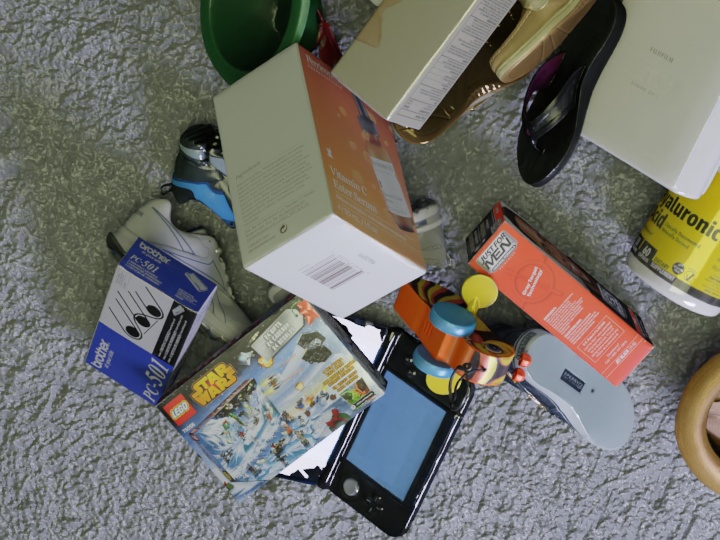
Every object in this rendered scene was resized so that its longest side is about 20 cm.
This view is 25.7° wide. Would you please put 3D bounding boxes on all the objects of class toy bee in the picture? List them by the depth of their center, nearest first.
[{"bbox_3d":[0.107,0.083,1.567,0.108,0.200,0.131,10,137,-24],"label":"toy bee"}]

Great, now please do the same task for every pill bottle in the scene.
[{"bbox_3d":[0.361,-0.064,1.576,0.111,0.111,0.200,28,104,-5],"label":"pill bottle"}]

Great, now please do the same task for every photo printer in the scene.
[{"bbox_3d":[0.306,-0.193,1.525,0.166,0.069,0.200,39,110,39],"label":"photo printer"}]

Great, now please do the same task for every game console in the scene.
[{"bbox_3d":[-0.006,0.161,1.649,0.171,0.118,0.200,33,109,30],"label":"game console"}]

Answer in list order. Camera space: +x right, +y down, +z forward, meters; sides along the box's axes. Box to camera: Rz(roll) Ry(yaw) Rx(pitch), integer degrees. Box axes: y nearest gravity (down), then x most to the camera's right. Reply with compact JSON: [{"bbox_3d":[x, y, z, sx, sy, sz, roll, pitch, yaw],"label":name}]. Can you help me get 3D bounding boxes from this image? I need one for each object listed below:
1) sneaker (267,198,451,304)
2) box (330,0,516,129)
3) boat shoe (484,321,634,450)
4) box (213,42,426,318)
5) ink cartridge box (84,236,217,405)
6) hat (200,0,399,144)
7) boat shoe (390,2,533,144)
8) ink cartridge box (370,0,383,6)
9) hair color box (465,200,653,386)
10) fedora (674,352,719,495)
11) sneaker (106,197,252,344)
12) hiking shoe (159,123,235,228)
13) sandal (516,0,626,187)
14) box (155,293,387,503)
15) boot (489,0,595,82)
[{"bbox_3d":[0.000,0.000,1.631,0.199,0.075,0.082,-22,103,9],"label":"sneaker"},{"bbox_3d":[0.072,-0.234,1.464,0.078,0.095,0.200,42,103,17],"label":"box"},{"bbox_3d":[0.206,0.115,1.661,0.200,0.091,0.071,42,76,-34],"label":"boat shoe"},{"bbox_3d":[-0.039,-0.082,1.479,0.106,0.201,0.152,-29,146,26],"label":"box"},{"bbox_3d":[-0.216,0.056,1.612,0.094,0.044,0.200,32,143,1],"label":"ink cartridge box"},{"bbox_3d":[-0.046,-0.253,1.583,0.176,0.166,0.201,-2,119,-42],"label":"hat"},{"bbox_3d":[0.107,-0.200,1.573,0.200,0.066,0.074,-35,102,-9],"label":"boat shoe"},{"bbox_3d":[0.009,-0.363,1.492,0.200,0.050,0.162,44,106,25],"label":"ink cartridge box"},{"bbox_3d":[0.201,0.022,1.614,0.200,0.102,0.061,39,103,-8],"label":"hair color box"},{"bbox_3d":[0.421,0.148,1.648,0.200,0.082,0.201,-1,106,-3],"label":"fedora"},{"bbox_3d":[-0.169,0.007,1.644,0.200,0.074,0.087,45,75,-22],"label":"sneaker"},{"bbox_3d":[-0.101,-0.078,1.626,0.200,0.074,0.087,25,122,1],"label":"hiking shoe"},{"bbox_3d":[0.194,-0.182,1.554,0.048,0.075,0.201,14,102,-37],"label":"sandal"},{"bbox_3d":[-0.091,0.126,1.619,0.200,0.040,0.137,-37,99,14],"label":"box"},{"bbox_3d":[0.154,-0.297,1.519,0.155,0.073,0.200,40,94,8],"label":"boot"}]
